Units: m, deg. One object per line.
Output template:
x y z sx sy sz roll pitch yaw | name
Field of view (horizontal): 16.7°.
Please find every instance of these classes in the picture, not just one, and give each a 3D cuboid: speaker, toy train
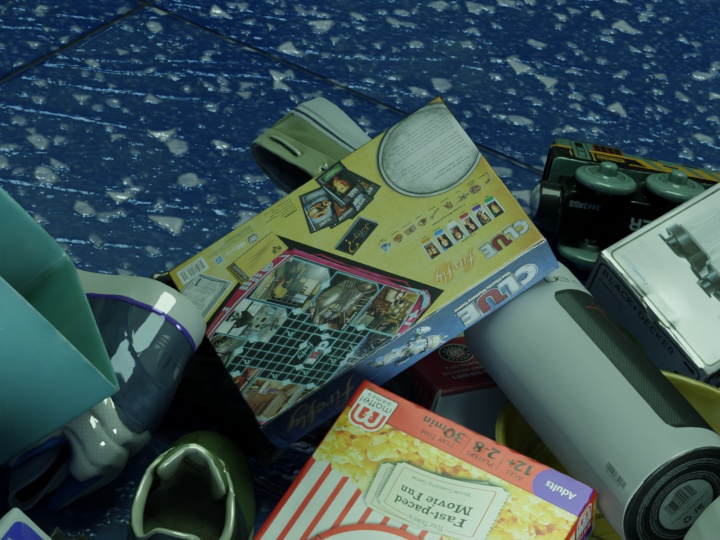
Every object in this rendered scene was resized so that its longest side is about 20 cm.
0.137 0.077 1.420 0.081 0.081 0.200 -5 34 -26 | speaker
0.221 -0.045 1.816 0.200 0.085 0.114 9 22 -6 | toy train

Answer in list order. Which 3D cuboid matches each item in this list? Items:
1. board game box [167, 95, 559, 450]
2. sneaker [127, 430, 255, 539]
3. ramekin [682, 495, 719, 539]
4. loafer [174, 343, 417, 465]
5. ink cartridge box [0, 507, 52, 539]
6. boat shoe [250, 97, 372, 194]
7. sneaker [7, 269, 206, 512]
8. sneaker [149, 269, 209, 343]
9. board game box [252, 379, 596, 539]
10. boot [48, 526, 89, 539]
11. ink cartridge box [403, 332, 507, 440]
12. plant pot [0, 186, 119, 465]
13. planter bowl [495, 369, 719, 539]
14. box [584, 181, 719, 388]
0.000 0.000 1.468 0.200 0.035 0.136 -33 54 0 | board game box
-0.093 0.132 1.401 0.067 0.090 0.200 11 31 1 | sneaker
0.261 0.194 1.327 0.200 0.201 0.098 5 23 -11 | ramekin
-0.061 0.085 1.512 0.200 0.070 0.068 8 0 23 | loafer
-0.151 0.246 1.189 0.200 0.043 0.198 43 40 -5 | ink cartridge box
0.001 -0.044 1.600 0.062 0.072 0.200 -33 42 -16 | boat shoe
-0.191 0.076 1.472 0.200 0.081 0.147 -1 49 48 | sneaker
-0.048 0.018 1.535 0.200 0.070 0.078 -11 -27 39 | sneaker
0.017 0.174 1.338 0.151 0.046 0.200 24 59 19 | board game box
-0.201 0.207 1.268 0.162 0.073 0.198 7 32 -20 | boot
0.051 0.044 1.602 0.146 0.083 0.200 -10 38 -30 | ink cartridge box
-0.268 0.046 1.373 0.200 0.141 0.141 -36 38 7 | plant pot
0.171 0.146 1.476 0.200 0.084 0.200 9 31 -5 | planter bowl
0.264 0.001 1.689 0.200 0.060 0.117 -30 69 -28 | box
